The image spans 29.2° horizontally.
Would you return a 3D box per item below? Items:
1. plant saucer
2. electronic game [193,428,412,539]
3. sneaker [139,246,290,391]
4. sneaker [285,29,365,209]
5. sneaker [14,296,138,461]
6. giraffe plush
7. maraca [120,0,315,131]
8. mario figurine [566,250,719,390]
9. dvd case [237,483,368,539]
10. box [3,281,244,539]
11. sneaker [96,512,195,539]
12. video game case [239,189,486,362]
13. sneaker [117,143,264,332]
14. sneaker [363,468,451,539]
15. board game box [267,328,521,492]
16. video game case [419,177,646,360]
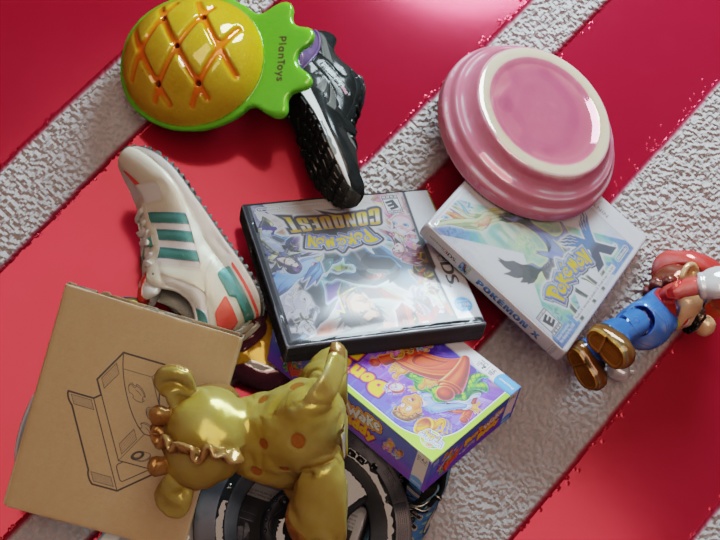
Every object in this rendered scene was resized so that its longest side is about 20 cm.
[{"bbox_3d":[0.175,-0.148,1.392,0.198,0.051,0.203,11,60,-20],"label":"plant saucer"},{"bbox_3d":[-0.051,0.232,1.236,0.197,0.042,0.203,3,74,-9],"label":"electronic game"},{"bbox_3d":[-0.135,0.036,1.311,0.200,0.090,0.075,43,74,2],"label":"sneaker"},{"bbox_3d":[-0.023,-0.159,1.369,0.087,0.076,0.202,-16,69,-21],"label":"sneaker"},{"bbox_3d":[-0.252,0.104,1.256,0.079,0.131,0.201,31,75,-3],"label":"sneaker"},{"bbox_3d":[-0.091,0.141,1.138,0.160,0.200,0.175,0,77,0],"label":"giraffe plush"},{"bbox_3d":[-0.140,-0.203,1.342,0.197,0.107,0.139,0,83,14],"label":"maraca"},{"bbox_3d":[0.303,0.056,1.363,0.199,0.123,0.107,-31,114,-32],"label":"mario figurine"},{"bbox_3d":[-0.090,0.293,1.272,0.149,0.025,0.202,16,74,16],"label":"dvd case"},{"bbox_3d":[-0.204,0.129,1.201,0.162,0.021,0.202,17,95,-7],"label":"box"},{"bbox_3d":[-0.161,0.218,1.270,0.080,0.077,0.201,36,83,14],"label":"sneaker"},{"bbox_3d":[0.000,0.000,1.320,0.198,0.026,0.182,-5,50,-19],"label":"video game case"},{"bbox_3d":[-0.174,-0.019,1.236,0.093,0.070,0.201,-35,83,-17],"label":"sneaker"},{"bbox_3d":[0.036,0.216,1.299,0.078,0.090,0.202,21,75,-6],"label":"sneaker"},{"bbox_3d":[0.030,0.096,1.288,0.199,0.045,0.134,37,48,23],"label":"board game box"},{"bbox_3d":[0.176,-0.035,1.375,0.182,0.022,0.200,42,51,1],"label":"video game case"}]
